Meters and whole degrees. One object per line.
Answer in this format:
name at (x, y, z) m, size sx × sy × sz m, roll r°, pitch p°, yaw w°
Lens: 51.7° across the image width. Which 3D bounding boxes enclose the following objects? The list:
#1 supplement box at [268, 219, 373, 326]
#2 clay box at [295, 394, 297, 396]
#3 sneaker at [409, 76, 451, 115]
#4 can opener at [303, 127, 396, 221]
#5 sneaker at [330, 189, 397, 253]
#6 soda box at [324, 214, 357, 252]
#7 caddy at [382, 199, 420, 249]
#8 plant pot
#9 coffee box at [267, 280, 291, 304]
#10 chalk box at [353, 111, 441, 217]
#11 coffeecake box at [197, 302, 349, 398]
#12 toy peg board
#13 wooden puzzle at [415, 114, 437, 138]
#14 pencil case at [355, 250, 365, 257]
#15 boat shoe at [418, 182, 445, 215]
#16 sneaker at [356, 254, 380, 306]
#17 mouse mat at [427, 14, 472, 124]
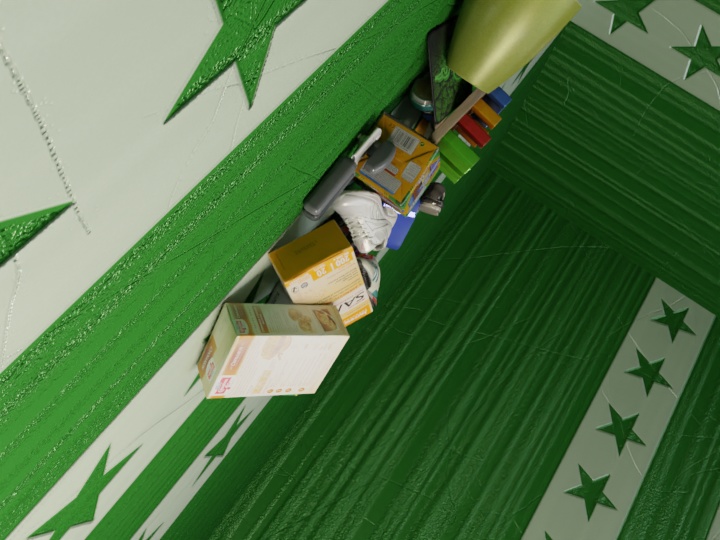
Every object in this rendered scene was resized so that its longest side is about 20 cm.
supplement box at (-0.063, 0.024, 1.258) m, size 0.126 × 0.074 × 0.200 m, roll -29°, pitch 145°, yaw -7°
clay box at (-0.155, 0.200, 1.519) m, size 0.200 × 0.048 × 0.115 m, roll -5°, pitch -144°, yaw 46°
sneaker at (0.137, -0.325, 1.419) m, size 0.200 × 0.071 × 0.080 m, roll -46°, pitch 164°, yaw -56°
can opener at (-0.017, -0.159, 1.226) m, size 0.200 × 0.066 × 0.053 m, roll -48°, pitch 170°, yaw -18°
sneaker at (0.007, -0.085, 1.360) m, size 0.200 × 0.078 × 0.099 m, roll 24°, pitch 70°, yaw -56°
soda box at (-0.064, -0.038, 1.391) m, size 0.200 × 0.071 × 0.063 m, roll -44°, pitch 167°, yaw -55°
caddy at (0.059, -0.139, 1.625) m, size 0.200 × 0.105 × 0.141 m, roll 116°, pitch -12°, yaw -48°
plant pot at (0.238, -0.413, 1.267) m, size 0.200 × 0.187 × 0.187 m, roll -55°, pitch 173°, yaw 20°
coffee box at (-0.104, 0.045, 1.461) m, size 0.114 × 0.080 × 0.200 m, roll -59°, pitch 172°, yaw 19°
chalk box at (0.066, -0.186, 1.375) m, size 0.124 × 0.125 × 0.200 m, roll -56°, pitch 171°, yaw 0°
coffeecake box at (-0.143, 0.131, 1.208) m, size 0.200 × 0.073 × 0.154 m, roll 3°, pitch 133°, yaw -34°
toy peg board at (0.217, -0.271, 1.457) m, size 0.199 × 0.098 × 0.200 m, roll -46°, pitch -179°, yaw -9°
wooden puzzle at (0.173, -0.353, 1.605) m, size 0.200 × 0.046 × 0.185 m, roll -59°, pitch 179°, yaw -14°
pencil case at (-0.019, -0.057, 1.550) m, size 0.088 × 0.088 × 0.200 m, roll -46°, pitch 168°, yaw -50°
boat shoe at (0.154, -0.159, 1.638) m, size 0.200 × 0.067 × 0.057 m, roll -140°, pitch -108°, yaw -86°
sneaker at (0.000, 0.000, 1.488) m, size 0.200 × 0.070 × 0.093 m, roll 71°, pitch 25°, yaw -64°
mouse mat at (0.166, -0.370, 1.344) m, size 0.200 × 0.008 × 0.161 m, roll -48°, pitch 137°, yaw -50°
